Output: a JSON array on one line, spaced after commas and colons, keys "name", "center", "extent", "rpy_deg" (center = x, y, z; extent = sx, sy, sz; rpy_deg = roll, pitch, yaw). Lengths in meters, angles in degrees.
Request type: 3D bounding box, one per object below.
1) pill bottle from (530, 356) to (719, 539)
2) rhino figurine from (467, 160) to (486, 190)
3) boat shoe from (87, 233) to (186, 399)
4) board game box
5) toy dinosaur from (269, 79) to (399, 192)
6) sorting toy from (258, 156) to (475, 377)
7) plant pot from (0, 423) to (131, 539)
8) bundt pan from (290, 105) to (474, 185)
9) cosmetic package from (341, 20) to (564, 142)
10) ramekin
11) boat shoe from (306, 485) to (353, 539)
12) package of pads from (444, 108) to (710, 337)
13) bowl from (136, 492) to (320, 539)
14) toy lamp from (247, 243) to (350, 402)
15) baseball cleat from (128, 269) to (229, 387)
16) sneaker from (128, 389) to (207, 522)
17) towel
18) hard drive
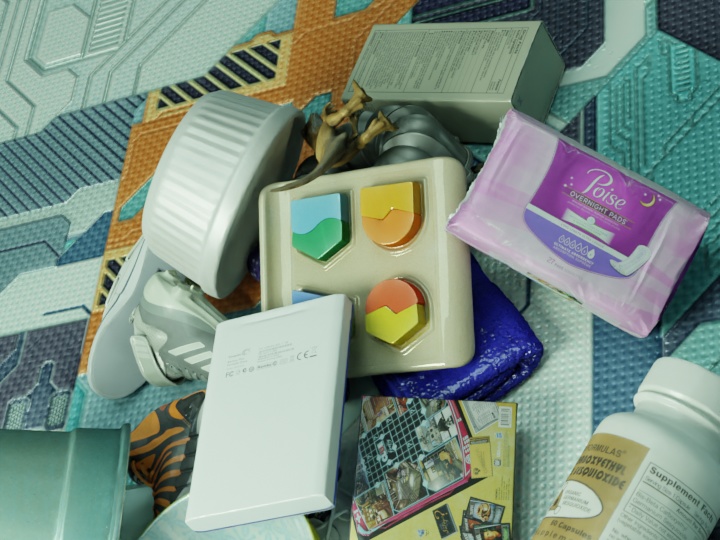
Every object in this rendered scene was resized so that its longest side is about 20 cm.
[{"name": "pill bottle", "center": [0.216, 0.172, 1.189], "extent": [0.114, 0.114, 0.201], "rpy_deg": [20, 69, 39]}, {"name": "rhino figurine", "center": [0.160, -0.060, 1.432], "extent": [0.199, 0.060, 0.088], "rpy_deg": [30, 84, 45]}, {"name": "boat shoe", "center": [-0.225, 0.039, 1.596], "extent": [0.065, 0.073, 0.201], "rpy_deg": [-10, 51, 63]}, {"name": "board game box", "center": [0.059, 0.202, 1.275], "extent": [0.134, 0.035, 0.202], "rpy_deg": [3, 60, 5]}, {"name": "toy dinosaur", "center": [-0.022, -0.114, 1.439], "extent": [0.106, 0.060, 0.200], "rpy_deg": [-44, 11, 12]}, {"name": "sorting toy", "center": [0.000, 0.000, 1.385], "extent": [0.198, 0.036, 0.187], "rpy_deg": [-6, 79, 23]}, {"name": "plant pot", "center": [-0.311, 0.220, 1.360], "extent": [0.194, 0.201, 0.202], "rpy_deg": [9, 53, -10]}, {"name": "bundt pan", "center": [0.006, -0.083, 1.496], "extent": [0.201, 0.076, 0.203], "rpy_deg": [-29, 31, 20]}, {"name": "cosmetic package", "center": [0.092, -0.189, 1.559], "extent": [0.199, 0.073, 0.104], "rpy_deg": [7, 61, 34]}, {"name": "ramekin", "center": [-0.136, -0.082, 1.518], "extent": [0.094, 0.203, 0.203], "rpy_deg": [25, 69, 7]}, {"name": "boat shoe", "center": [-0.027, 0.214, 1.336], "extent": [0.072, 0.069, 0.200], "rpy_deg": [-48, 47, -9]}, {"name": "package of pads", "center": [0.183, -0.041, 1.319], "extent": [0.199, 0.076, 0.121], "rpy_deg": [29, 89, 5]}, {"name": "bowl", "center": [-0.099, 0.287, 1.299], "extent": [0.198, 0.108, 0.202], "rpy_deg": [-16, 51, 21]}, {"name": "toy lamp", "center": [-0.057, 0.054, 1.484], "extent": [0.058, 0.058, 0.201], "rpy_deg": [-32, 44, 6]}, {"name": "baseball cleat", "center": [-0.149, 0.089, 1.508], "extent": [0.200, 0.069, 0.107], "rpy_deg": [43, 110, 31]}, {"name": "sneaker", "center": [-0.172, 0.209, 1.436], "extent": [0.111, 0.078, 0.201], "rpy_deg": [-13, 50, 37]}, {"name": "towel", "center": [0.062, 0.051, 1.417], "extent": [0.147, 0.050, 0.200], "rpy_deg": [-38, 46, 2]}, {"name": "hard drive", "center": [-0.075, 0.119, 1.322], "extent": [0.131, 0.025, 0.201], "rpy_deg": [-14, 48, 23]}]
